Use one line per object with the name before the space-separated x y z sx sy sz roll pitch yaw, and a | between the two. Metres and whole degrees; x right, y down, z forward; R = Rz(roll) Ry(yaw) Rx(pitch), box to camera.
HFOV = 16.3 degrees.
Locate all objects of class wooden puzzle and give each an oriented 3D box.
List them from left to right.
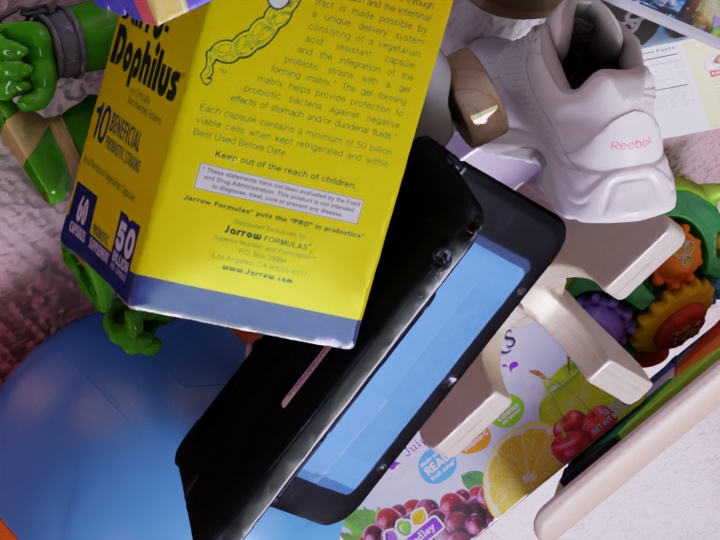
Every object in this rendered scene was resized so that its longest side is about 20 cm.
wooden puzzle | 0.184 0.086 1.544 0.185 0.037 0.200 -41 175 11

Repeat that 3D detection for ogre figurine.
ogre figurine | -0.097 -0.057 1.180 0.120 0.098 0.200 -32 114 -13

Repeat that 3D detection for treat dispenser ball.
treat dispenser ball | -0.107 0.117 1.335 0.200 0.201 0.201 -27 152 -16

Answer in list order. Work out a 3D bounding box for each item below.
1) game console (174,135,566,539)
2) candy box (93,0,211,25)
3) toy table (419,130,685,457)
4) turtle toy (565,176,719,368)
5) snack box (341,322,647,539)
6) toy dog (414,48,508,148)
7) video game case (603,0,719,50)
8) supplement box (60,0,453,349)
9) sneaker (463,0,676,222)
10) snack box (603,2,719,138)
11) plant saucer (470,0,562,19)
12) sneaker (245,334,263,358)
game console | 0.016 0.051 1.176 0.116 0.176 0.200 34 100 -17
candy box | -0.034 -0.211 0.950 0.200 0.077 0.170 -27 111 -17
toy table | 0.084 0.007 1.407 0.183 0.117 0.200 15 123 -41
turtle toy | 0.162 0.019 1.598 0.200 0.101 0.146 -44 152 16
snack box | 0.054 0.083 1.532 0.200 0.142 0.053 -40 -176 8
toy dog | 0.003 -0.123 1.238 0.131 0.096 0.201 -17 134 -22
video game case | 0.191 -0.203 1.259 0.200 0.023 0.182 16 119 -40
supplement box | -0.043 -0.083 1.079 0.109 0.109 0.201 12 99 -25
sneaker | 0.107 -0.099 1.289 0.078 0.200 0.100 -8 114 -21
snack box | 0.219 -0.125 1.416 0.199 0.037 0.116 -10 155 12
plant saucer | 0.126 -0.210 1.279 0.200 0.030 0.200 -27 152 -16
sneaker | 0.000 0.000 1.319 0.075 0.201 0.081 -7 139 34
